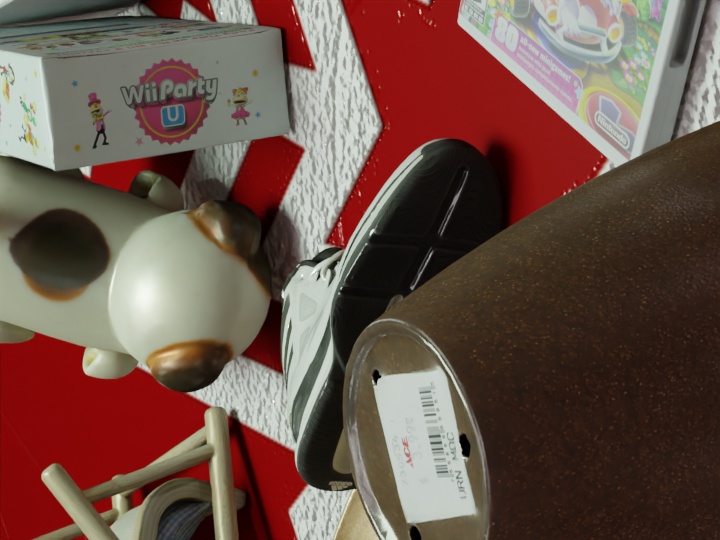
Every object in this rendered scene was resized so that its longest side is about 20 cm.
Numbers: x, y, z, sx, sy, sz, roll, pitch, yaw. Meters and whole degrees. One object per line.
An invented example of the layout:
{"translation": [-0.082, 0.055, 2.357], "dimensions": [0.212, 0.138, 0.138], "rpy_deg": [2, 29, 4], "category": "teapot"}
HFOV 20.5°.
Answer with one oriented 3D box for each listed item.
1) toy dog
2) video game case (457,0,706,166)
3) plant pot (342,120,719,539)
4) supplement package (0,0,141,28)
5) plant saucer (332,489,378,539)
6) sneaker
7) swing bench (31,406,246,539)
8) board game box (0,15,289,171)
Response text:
{"translation": [-0.145, -0.008, 1.167], "dimensions": [0.194, 0.198, 0.141], "rpy_deg": [60, -132, -69], "category": "toy dog"}
{"translation": [0.098, -0.159, 0.820], "dimensions": [0.143, 0.018, 0.201], "rpy_deg": [48, 139, 43], "category": "video game case"}
{"translation": [0.101, 0.042, 0.703], "dimensions": [0.187, 0.198, 0.189], "rpy_deg": [29, 125, 54], "category": "plant pot"}
{"translation": [-0.189, -0.217, 1.207], "dimensions": [0.199, 0.120, 0.121], "rpy_deg": [-8, 93, 61], "category": "supplement package"}
{"translation": [0.027, 0.154, 0.978], "dimensions": [0.200, 0.035, 0.202], "rpy_deg": [-160, 90, -75], "category": "plant saucer"}
{"translation": [0.000, 0.000, 1.000], "dimensions": [0.202, 0.075, 0.116], "rpy_deg": [-67, 30, 29], "category": "sneaker"}
{"translation": [-0.139, 0.222, 1.285], "dimensions": [0.199, 0.129, 0.202], "rpy_deg": [-36, 74, 58], "category": "swing bench"}
{"translation": [-0.152, -0.109, 1.156], "dimensions": [0.199, 0.146, 0.065], "rpy_deg": [16, 113, 59], "category": "board game box"}
